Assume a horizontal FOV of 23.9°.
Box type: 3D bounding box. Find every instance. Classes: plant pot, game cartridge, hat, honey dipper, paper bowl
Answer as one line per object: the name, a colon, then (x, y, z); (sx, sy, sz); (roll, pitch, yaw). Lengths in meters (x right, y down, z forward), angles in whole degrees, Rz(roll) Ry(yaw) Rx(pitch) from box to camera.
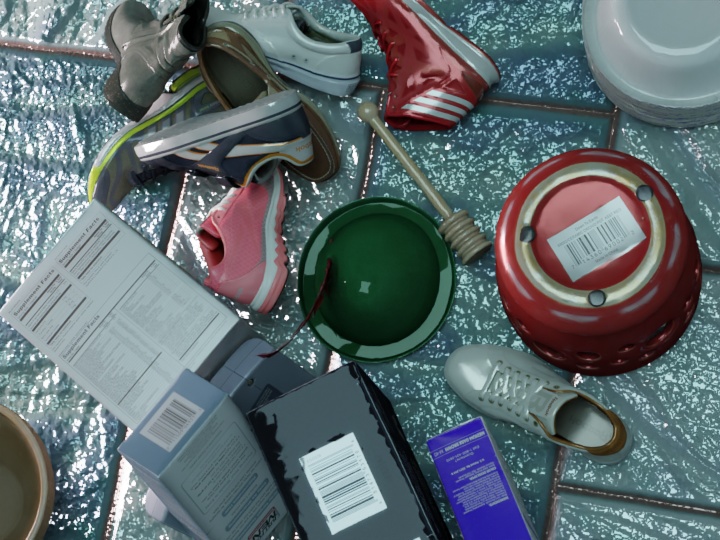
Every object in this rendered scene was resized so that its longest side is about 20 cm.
plant pot: (0.222, -0.014, 1.614); (0.200, 0.183, 0.201); (-3, 73, 11)
game cartridge: (-0.126, 0.167, 1.660); (0.042, 0.133, 0.200); (27, 81, 38)
hat: (0.000, 0.000, 1.654); (0.166, 0.176, 0.200); (-3, 75, 11)
plant pot: (-0.397, 0.231, 1.720); (0.201, 0.093, 0.201); (-3, 76, 10)
honey dipper: (0.061, -0.094, 1.728); (0.038, 0.038, 0.200); (-36, 79, 1)
paper bowl: (0.321, -0.252, 1.695); (0.200, 0.104, 0.201); (-3, 74, 11)

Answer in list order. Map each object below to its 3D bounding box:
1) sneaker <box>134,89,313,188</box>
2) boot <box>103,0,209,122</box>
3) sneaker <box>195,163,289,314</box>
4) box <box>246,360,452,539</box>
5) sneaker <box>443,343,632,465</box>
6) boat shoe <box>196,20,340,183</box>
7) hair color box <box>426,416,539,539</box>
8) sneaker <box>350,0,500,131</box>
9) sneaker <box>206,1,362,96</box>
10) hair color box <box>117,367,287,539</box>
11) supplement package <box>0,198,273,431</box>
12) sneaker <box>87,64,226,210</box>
sneaker: (-0.136, -0.118, 1.697); (0.200, 0.078, 0.079); (-11, 109, 34)
boot: (-0.201, -0.248, 1.762); (0.131, 0.068, 0.200); (-42, 31, 24)
sneaker: (-0.122, -0.051, 1.709); (0.087, 0.074, 0.200); (14, 46, -22)
box: (0.001, 0.212, 1.587); (0.117, 0.200, 0.197); (-26, 72, 3)
sneaker: (0.169, 0.120, 1.639); (0.200, 0.085, 0.073); (24, 83, 18)
boat shoe: (-0.101, -0.165, 1.743); (0.076, 0.072, 0.200); (-41, 97, 22)
hair color box: (0.131, 0.249, 1.571); (0.065, 0.109, 0.200); (-25, 53, 3)
sneaker: (0.036, -0.221, 1.759); (0.200, 0.078, 0.116); (38, 84, 19)
sneaker: (-0.088, -0.251, 1.785); (0.200, 0.073, 0.071); (20, 118, 7)
hair color box: (-0.137, 0.189, 1.577); (0.061, 0.200, 0.099); (27, 69, 35)
supplement package: (-0.219, 0.061, 1.696); (0.200, 0.152, 0.151); (38, 85, 18)
sneaker: (-0.205, -0.128, 1.787); (0.200, 0.074, 0.081); (-45, 75, -1)
